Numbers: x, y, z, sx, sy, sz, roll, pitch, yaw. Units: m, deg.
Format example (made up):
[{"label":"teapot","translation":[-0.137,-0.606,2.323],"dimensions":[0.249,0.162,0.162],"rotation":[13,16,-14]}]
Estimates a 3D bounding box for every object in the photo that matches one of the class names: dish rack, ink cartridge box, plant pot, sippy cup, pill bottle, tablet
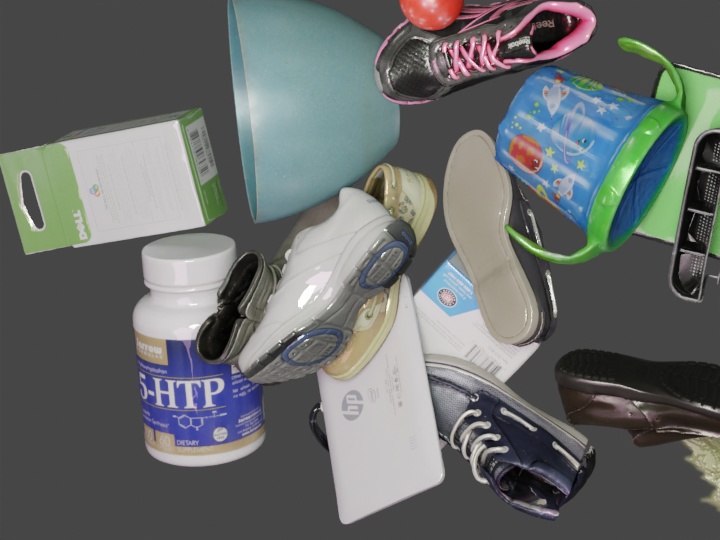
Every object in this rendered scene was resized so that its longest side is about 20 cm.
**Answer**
[{"label":"dish rack","translation":[0.372,-0.036,1.514],"dimensions":[0.199,0.055,0.154],"rotation":[13,112,14]},{"label":"ink cartridge box","translation":[-0.236,-0.084,1.706],"dimensions":[0.199,0.059,0.105],"rotation":[-9,104,21]},{"label":"plant pot","translation":[-0.039,-0.148,1.563],"dimensions":[0.134,0.200,0.202],"rotation":[-7,108,-7]},{"label":"sippy cup","translation":[0.190,-0.105,1.518],"dimensions":[0.130,0.178,0.140],"rotation":[32,145,18]},{"label":"pill bottle","translation":[-0.155,0.073,1.699],"dimensions":[0.119,0.120,0.201],"rotation":[2,108,18]},{"label":"ink cartridge box","translation":[0.068,0.087,1.656],"dimensions":[0.115,0.068,0.200],"rotation":[42,115,1]},{"label":"tablet","translation":[0.011,0.115,1.609],"dimensions":[0.130,0.014,0.201],"rotation":[-29,60,37]}]

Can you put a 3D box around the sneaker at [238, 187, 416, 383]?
[{"label":"sneaker","translation":[-0.037,0.016,1.548],"dimensions":[0.200,0.074,0.087],"rotation":[-47,54,11]}]

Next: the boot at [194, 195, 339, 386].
[{"label":"boot","translation":[-0.071,0.006,1.606],"dimensions":[0.067,0.131,0.201],"rotation":[21,82,24]}]

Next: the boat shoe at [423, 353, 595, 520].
[{"label":"boat shoe","translation":[0.111,0.146,1.575],"dimensions":[0.199,0.093,0.075],"rotation":[25,115,7]}]

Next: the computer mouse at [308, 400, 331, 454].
[{"label":"computer mouse","translation":[-0.037,0.093,1.719],"dimensions":[0.058,0.034,0.201],"rotation":[-15,109,2]}]

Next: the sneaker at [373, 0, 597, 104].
[{"label":"sneaker","translation":[0.108,-0.189,1.495],"dimensions":[0.199,0.095,0.080],"rotation":[-20,106,-9]}]

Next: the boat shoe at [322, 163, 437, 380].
[{"label":"boat shoe","translation":[0.000,0.000,1.597],"dimensions":[0.073,0.062,0.201],"rotation":[25,96,45]}]

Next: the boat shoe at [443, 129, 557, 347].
[{"label":"boat shoe","translation":[0.127,-0.027,1.586],"dimensions":[0.072,0.063,0.201],"rotation":[-27,67,34]}]

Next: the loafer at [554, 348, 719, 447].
[{"label":"loafer","translation":[0.272,0.123,1.607],"dimensions":[0.199,0.073,0.072],"rotation":[12,121,20]}]

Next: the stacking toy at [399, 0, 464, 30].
[{"label":"stacking toy","translation":[0.100,-0.286,1.470],"dimensions":[0.085,0.085,0.200],"rotation":[38,88,3]}]

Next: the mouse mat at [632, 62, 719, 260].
[{"label":"mouse mat","translation":[0.336,-0.081,1.544],"dimensions":[0.199,0.008,0.162],"rotation":[17,112,14]}]
